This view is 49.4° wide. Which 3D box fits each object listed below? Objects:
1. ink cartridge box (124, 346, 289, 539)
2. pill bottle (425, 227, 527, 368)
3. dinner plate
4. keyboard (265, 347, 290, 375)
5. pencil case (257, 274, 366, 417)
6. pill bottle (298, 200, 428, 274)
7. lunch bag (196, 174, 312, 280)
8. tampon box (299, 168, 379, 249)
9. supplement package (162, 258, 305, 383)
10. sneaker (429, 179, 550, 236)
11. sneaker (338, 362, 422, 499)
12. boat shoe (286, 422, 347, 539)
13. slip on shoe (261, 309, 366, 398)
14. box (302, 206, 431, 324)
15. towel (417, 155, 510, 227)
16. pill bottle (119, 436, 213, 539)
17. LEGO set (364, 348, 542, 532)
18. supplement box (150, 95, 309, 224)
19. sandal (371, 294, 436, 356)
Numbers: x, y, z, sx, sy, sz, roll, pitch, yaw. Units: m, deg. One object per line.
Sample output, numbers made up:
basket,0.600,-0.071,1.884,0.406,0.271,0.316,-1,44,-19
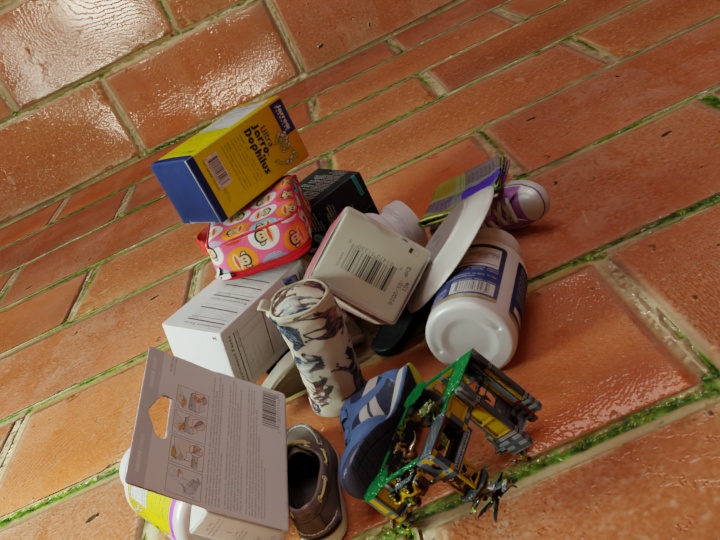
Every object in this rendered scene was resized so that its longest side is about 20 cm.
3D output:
ink cartridge box,-0.164,0.188,0.841,0.045,0.176,0.200,-55,24,27
pill bottle,0.155,0.030,1.003,0.111,0.111,0.200,-14,28,26
dinner plate,0.112,-0.033,1.045,0.200,0.024,0.200,-56,5,7
keyboard,-0.126,0.122,1.200,0.104,0.040,0.200,-30,32,-27
pencil case,-0.054,0.101,0.985,0.089,0.200,0.078,-1,41,22
pill bottle,0.003,-0.020,1.240,0.200,0.116,0.116,-35,26,-16
lunch bag,-0.164,-0.065,1.184,0.176,0.082,0.200,-19,27,6
tampon box,-0.078,-0.062,1.357,0.200,0.150,0.126,-40,29,-25
supplement package,-0.171,0.074,1.144,0.109,0.114,0.200,6,33,31
sneaker,0.192,-0.075,1.209,0.114,0.073,0.200,-36,14,-36
sneaker,0.014,0.186,0.894,0.082,0.074,0.200,-14,20,29
boat shoe,-0.062,0.230,0.894,0.072,0.060,0.200,-26,25,1
slip on shoe,-0.069,0.134,1.078,0.200,0.061,0.076,-42,-11,-38
box,0.000,0.000,1.068,0.109,0.128,0.200,-62,4,-7
towel,0.167,-0.128,1.257,0.143,0.023,0.200,-24,15,23
pill bottle,-0.213,0.260,0.933,0.104,0.104,0.200,-42,28,-28
LEGO set,0.104,0.188,0.798,0.154,0.116,0.200,-47,8,34
supplement box,-0.197,-0.169,1.202,0.109,0.110,0.200,3,38,48
sandal,0.089,0.049,1.123,0.200,0.045,0.075,-53,27,-18
